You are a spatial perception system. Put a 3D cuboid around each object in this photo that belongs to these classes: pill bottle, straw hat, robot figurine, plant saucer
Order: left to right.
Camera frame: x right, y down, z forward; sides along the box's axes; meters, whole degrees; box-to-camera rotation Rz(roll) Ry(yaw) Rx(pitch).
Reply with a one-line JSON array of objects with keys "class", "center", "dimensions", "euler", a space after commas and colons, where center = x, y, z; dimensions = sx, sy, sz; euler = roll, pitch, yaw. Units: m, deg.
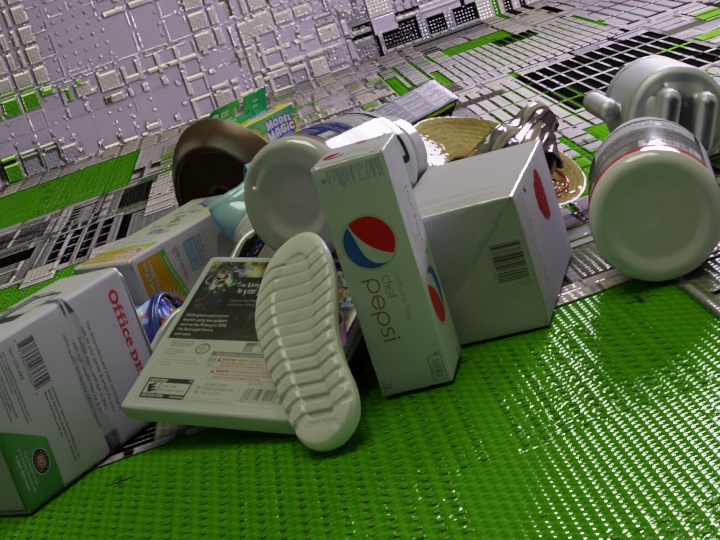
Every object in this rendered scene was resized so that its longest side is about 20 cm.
[{"class": "plant saucer", "center": [-0.147, -0.079, 1.778], "dimensions": [0.199, 0.202, 0.032], "euler": [-6, 26, 43]}, {"class": "pill bottle", "center": [-0.014, -0.086, 1.420], "dimensions": [0.110, 0.112, 0.200], "euler": [-11, 10, 30]}, {"class": "straw hat", "center": [0.133, -0.081, 1.633], "dimensions": [0.199, 0.086, 0.202], "euler": [9, 32, -5]}, {"class": "pill bottle", "center": [0.262, -0.072, 1.378], "dimensions": [0.115, 0.117, 0.200], "euler": [-15, 14, 13]}, {"class": "robot figurine", "center": [0.331, -0.174, 1.680], "dimensions": [0.168, 0.114, 0.200], "euler": [8, 13, -6]}]

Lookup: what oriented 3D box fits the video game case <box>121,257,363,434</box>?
[{"class": "video game case", "center": [-0.089, 0.061, 1.333], "dimensions": [0.198, 0.023, 0.183], "euler": [1, 47, 34]}]

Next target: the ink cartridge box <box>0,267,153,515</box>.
[{"class": "ink cartridge box", "center": [-0.277, 0.104, 1.355], "dimensions": [0.083, 0.147, 0.200], "euler": [-10, 16, 36]}]

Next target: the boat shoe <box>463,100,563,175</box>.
[{"class": "boat shoe", "center": [0.164, -0.114, 1.562], "dimensions": [0.075, 0.073, 0.200], "euler": [-46, -5, 32]}]

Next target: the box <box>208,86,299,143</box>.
[{"class": "box", "center": [-0.110, -0.114, 1.852], "dimensions": [0.048, 0.202, 0.117], "euler": [-7, 18, 40]}]

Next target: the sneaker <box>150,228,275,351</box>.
[{"class": "sneaker", "center": [-0.139, 0.057, 1.543], "dimensions": [0.200, 0.073, 0.112], "euler": [-50, -11, -21]}]

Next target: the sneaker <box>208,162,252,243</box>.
[{"class": "sneaker", "center": [-0.084, -0.105, 1.676], "dimensions": [0.200, 0.082, 0.074], "euler": [-39, -21, -33]}]

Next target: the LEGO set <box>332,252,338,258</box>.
[{"class": "LEGO set", "center": [0.000, 0.000, 1.541], "dimensions": [0.152, 0.117, 0.200], "euler": [11, 18, -4]}]

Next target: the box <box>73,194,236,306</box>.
[{"class": "box", "center": [-0.201, 0.004, 1.703], "dimensions": [0.101, 0.113, 0.200], "euler": [-6, 20, 42]}]

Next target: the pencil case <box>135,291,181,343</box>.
[{"class": "pencil case", "center": [-0.268, 0.075, 1.586], "dimensions": [0.198, 0.078, 0.087], "euler": [-12, 40, 22]}]

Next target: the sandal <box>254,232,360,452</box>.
[{"class": "sandal", "center": [-0.039, 0.062, 1.244], "dimensions": [0.082, 0.050, 0.204], "euler": [-27, 51, 22]}]

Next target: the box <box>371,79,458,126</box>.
[{"class": "box", "center": [0.010, -0.098, 1.710], "dimensions": [0.047, 0.194, 0.199], "euler": [37, 44, 21]}]

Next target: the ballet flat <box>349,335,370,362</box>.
[{"class": "ballet flat", "center": [-0.056, 0.057, 1.377], "dimensions": [0.198, 0.073, 0.068], "euler": [-20, -31, 12]}]

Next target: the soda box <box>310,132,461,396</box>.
[{"class": "soda box", "center": [0.024, -0.005, 1.255], "dimensions": [0.063, 0.202, 0.068], "euler": [-13, 15, 15]}]

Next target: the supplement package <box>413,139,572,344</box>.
[{"class": "supplement package", "center": [0.113, -0.027, 1.390], "dimensions": [0.119, 0.122, 0.200], "euler": [-14, 15, 18]}]
